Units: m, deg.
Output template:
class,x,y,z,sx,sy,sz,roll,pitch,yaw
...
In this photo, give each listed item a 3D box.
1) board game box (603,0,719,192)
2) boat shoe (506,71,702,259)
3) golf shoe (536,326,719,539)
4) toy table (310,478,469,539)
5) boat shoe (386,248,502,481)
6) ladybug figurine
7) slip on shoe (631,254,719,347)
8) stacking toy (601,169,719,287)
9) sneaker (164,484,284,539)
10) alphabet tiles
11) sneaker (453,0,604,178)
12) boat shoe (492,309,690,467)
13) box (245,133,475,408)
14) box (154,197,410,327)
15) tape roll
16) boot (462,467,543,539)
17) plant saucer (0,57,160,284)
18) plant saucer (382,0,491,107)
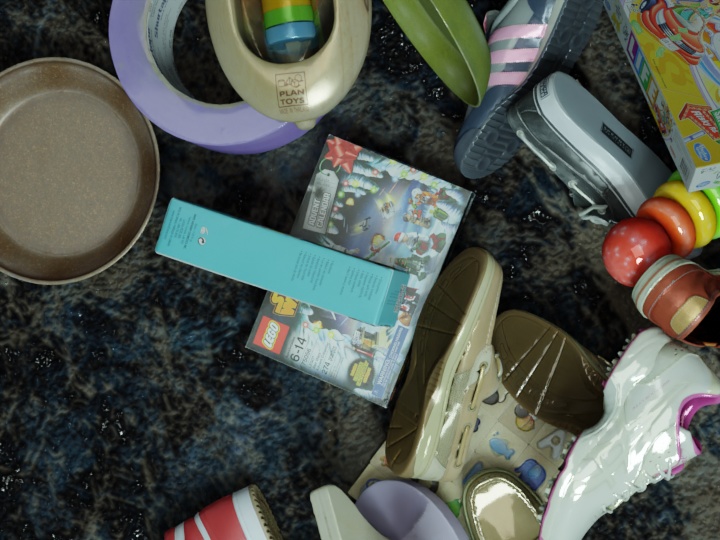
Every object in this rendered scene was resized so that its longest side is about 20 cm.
class,x,y,z,sx,sy,sz,roll,pitch,yaw
board game box,0.292,-0.164,1.238,0.133,0.034,0.201,-12,59,-9
boat shoe,0.203,-0.075,1.286,0.199,0.074,0.068,40,131,-17
golf shoe,0.209,0.146,1.203,0.091,0.075,0.201,29,92,20
toy table,0.023,0.268,1.256,0.184,0.117,0.201,-39,64,24
boat shoe,0.081,0.079,1.285,0.064,0.071,0.201,13,104,-25
ladybug figurine,-0.055,-0.213,1.248,0.135,0.072,0.202,-4,88,9
slip on shoe,0.283,0.035,1.220,0.074,0.199,0.061,-52,58,17
stacking toy,0.266,-0.054,1.229,0.199,0.085,0.086,-33,83,-28
sneaker,-0.103,0.298,1.329,0.112,0.071,0.201,-23,78,3
alphabet tiles,0.092,0.192,1.335,0.166,0.006,0.201,38,94,8
sneaker,0.128,-0.176,1.318,0.082,0.070,0.201,39,100,36
boat shoe,0.189,0.107,1.295,0.200,0.064,0.071,40,101,24
box,0.000,0.000,1.336,0.136,0.040,0.201,22,92,9
box,-0.064,-0.006,1.285,0.199,0.082,0.050,18,91,12
tape roll,-0.111,-0.204,1.335,0.198,0.085,0.202,0,89,9
boot,0.142,0.261,1.245,0.072,0.155,0.201,-25,90,5
plant saucer,-0.271,-0.088,1.381,0.199,0.037,0.202,0,88,8
plant saucer,0.050,-0.224,1.256,0.031,0.200,0.201,-34,84,-3
